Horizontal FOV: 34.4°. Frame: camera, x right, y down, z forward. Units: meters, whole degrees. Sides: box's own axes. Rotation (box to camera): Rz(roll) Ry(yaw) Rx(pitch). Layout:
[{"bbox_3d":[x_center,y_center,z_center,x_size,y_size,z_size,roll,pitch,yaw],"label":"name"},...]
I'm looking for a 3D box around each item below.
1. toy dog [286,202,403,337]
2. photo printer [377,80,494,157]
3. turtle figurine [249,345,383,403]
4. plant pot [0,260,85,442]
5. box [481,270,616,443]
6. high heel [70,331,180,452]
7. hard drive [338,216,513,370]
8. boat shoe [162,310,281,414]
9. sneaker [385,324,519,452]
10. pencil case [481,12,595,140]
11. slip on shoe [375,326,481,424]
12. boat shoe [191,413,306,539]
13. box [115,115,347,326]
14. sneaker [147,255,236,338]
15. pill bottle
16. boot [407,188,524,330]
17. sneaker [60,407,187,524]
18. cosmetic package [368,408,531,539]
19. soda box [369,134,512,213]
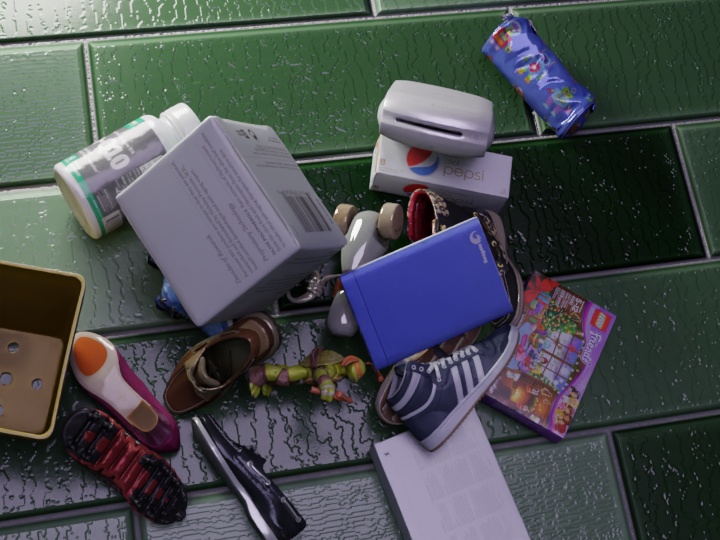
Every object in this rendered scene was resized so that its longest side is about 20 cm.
[{"bbox_3d":[0.000,0.000,1.597,0.131,0.096,0.202,26,77,31],"label":"toy dog"},{"bbox_3d":[0.108,-0.213,1.627,0.164,0.200,0.071,13,106,3],"label":"photo printer"},{"bbox_3d":[-0.061,0.133,1.502,0.158,0.200,0.066,-7,98,12],"label":"turtle figurine"},{"bbox_3d":[-0.450,0.111,1.434,0.196,0.177,0.203,10,70,-6],"label":"plant pot"},{"bbox_3d":[0.258,0.118,1.622,0.135,0.039,0.202,28,69,0],"label":"box"},{"bbox_3d":[-0.311,0.163,1.520,0.067,0.096,0.200,-39,60,-9],"label":"high heel"},{"bbox_3d":[0.086,0.030,1.520,0.197,0.025,0.134,-23,95,-4],"label":"hard drive"},{"bbox_3d":[-0.187,0.120,1.471,0.076,0.199,0.074,52,29,3],"label":"boat shoe"},{"bbox_3d":[0.117,0.125,1.515,0.108,0.070,0.201,41,76,-5],"label":"sneaker"},{"bbox_3d":[0.271,-0.294,1.747,0.087,0.078,0.201,-40,81,3],"label":"pencil case"},{"bbox_3d":[0.087,0.127,1.580,0.076,0.060,0.201,41,72,-13],"label":"slip on shoe"},{"bbox_3d":[-0.144,0.262,1.491,0.060,0.076,0.202,-33,91,-18],"label":"boat shoe"},{"bbox_3d":[-0.157,-0.062,1.466,0.171,0.199,0.201,-37,82,15],"label":"box"},{"bbox_3d":[-0.223,0.048,1.557,0.088,0.079,0.202,-29,71,-7],"label":"sneaker"},{"bbox_3d":[-0.305,-0.139,1.581,0.199,0.113,0.114,-33,78,-19],"label":"pill bottle"},{"bbox_3d":[0.142,-0.018,1.586,0.149,0.073,0.203,20,48,-35],"label":"boot"},{"bbox_3d":[-0.300,0.244,1.469,0.200,0.098,0.071,44,75,-18],"label":"sneaker"},{"bbox_3d":[0.117,0.299,1.529,0.149,0.052,0.203,-18,74,-17],"label":"cosmetic package"},{"bbox_3d":[0.115,-0.140,1.677,0.196,0.064,0.069,10,69,-5],"label":"soda box"}]
